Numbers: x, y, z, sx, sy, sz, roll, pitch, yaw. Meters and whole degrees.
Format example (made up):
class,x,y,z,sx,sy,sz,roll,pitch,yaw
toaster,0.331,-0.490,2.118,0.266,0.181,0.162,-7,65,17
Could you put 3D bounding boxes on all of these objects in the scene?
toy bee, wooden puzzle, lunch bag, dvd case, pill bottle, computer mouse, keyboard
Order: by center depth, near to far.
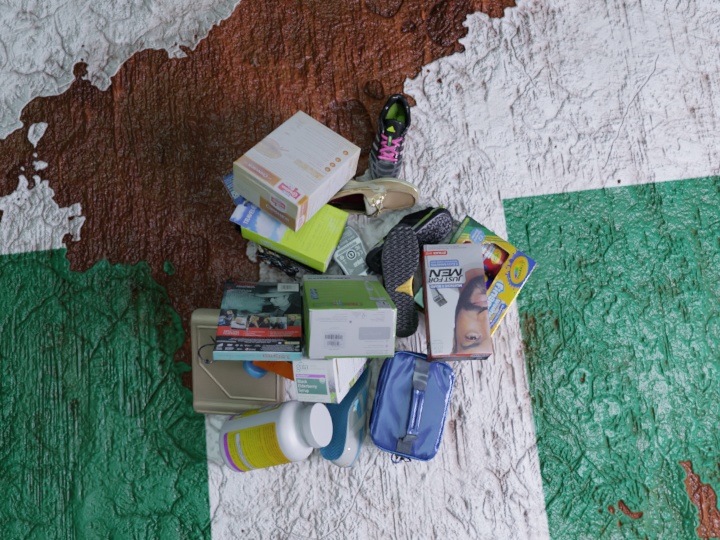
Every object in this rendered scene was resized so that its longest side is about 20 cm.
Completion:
class,x,y,z,sx,sy,sz,roll,pitch,yaw
dvd case,-0.170,0.082,0.987,0.142,0.202,0.022,2,123,-9
toy bee,-0.180,0.125,1.030,0.130,0.200,0.110,-36,37,16
pill bottle,-0.151,0.295,1.034,0.196,0.104,0.107,-19,80,25
lunch bag,0.089,0.251,1.057,0.133,0.132,0.205,13,81,3
wooden puzzle,-0.232,0.176,1.104,0.180,0.037,0.205,3,100,1
keyboard,-0.155,-0.046,1.117,0.197,0.040,0.105,29,61,6
computer mouse,0.000,0.000,1.143,0.108,0.044,0.203,-29,84,-6

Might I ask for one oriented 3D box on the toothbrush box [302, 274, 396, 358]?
class,x,y,z,sx,sy,sz,roll,pitch,yaw
toothbrush box,-0.026,0.073,0.995,0.142,0.200,0.088,0,106,-9

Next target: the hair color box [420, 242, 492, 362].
class,x,y,z,sx,sy,sz,roll,pitch,yaw
hair color box,0.169,0.056,1.028,0.108,0.064,0.205,-2,71,0

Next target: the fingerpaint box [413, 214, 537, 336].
class,x,y,z,sx,sy,sz,roll,pitch,yaw
fingerpaint box,0.217,0.026,1.118,0.165,0.073,0.202,35,84,6

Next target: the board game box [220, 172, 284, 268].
class,x,y,z,sx,sy,sz,roll,pitch,yaw
board game box,-0.168,-0.131,1.163,0.149,0.046,0.203,-29,82,-4

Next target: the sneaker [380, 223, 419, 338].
class,x,y,z,sx,sy,sz,roll,pitch,yaw
sneaker,0.067,0.017,1.062,0.068,0.090,0.206,-2,92,-8

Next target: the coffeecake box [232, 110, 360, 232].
class,x,y,z,sx,sy,sz,roll,pitch,yaw
coffeecake box,-0.118,-0.191,1.080,0.152,0.074,0.200,33,55,12

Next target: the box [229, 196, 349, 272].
class,x,y,z,sx,sy,sz,roll,pitch,yaw
box,-0.133,-0.092,1.093,0.196,0.048,0.124,24,63,3

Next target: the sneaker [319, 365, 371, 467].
class,x,y,z,sx,sy,sz,roll,pitch,yaw
sneaker,-0.021,0.267,1.088,0.075,0.081,0.204,1,58,29

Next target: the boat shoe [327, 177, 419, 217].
class,x,y,z,sx,sy,sz,roll,pitch,yaw
boat shoe,0.019,-0.137,1.140,0.195,0.075,0.067,1,48,10

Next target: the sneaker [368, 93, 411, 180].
class,x,y,z,sx,sy,sz,roll,pitch,yaw
sneaker,0.060,-0.265,1.158,0.072,0.088,0.205,12,82,3

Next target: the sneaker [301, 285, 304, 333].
class,x,y,z,sx,sy,sz,roll,pitch,yaw
sneaker,-0.116,0.078,1.125,0.197,0.072,0.084,-27,92,7

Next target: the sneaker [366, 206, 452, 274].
class,x,y,z,sx,sy,sz,roll,pitch,yaw
sneaker,0.092,-0.062,1.130,0.197,0.083,0.073,-30,120,-11

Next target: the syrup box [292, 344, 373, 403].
class,x,y,z,sx,sy,sz,roll,pitch,yaw
syrup box,-0.044,0.156,1.027,0.077,0.200,0.084,-2,104,19
